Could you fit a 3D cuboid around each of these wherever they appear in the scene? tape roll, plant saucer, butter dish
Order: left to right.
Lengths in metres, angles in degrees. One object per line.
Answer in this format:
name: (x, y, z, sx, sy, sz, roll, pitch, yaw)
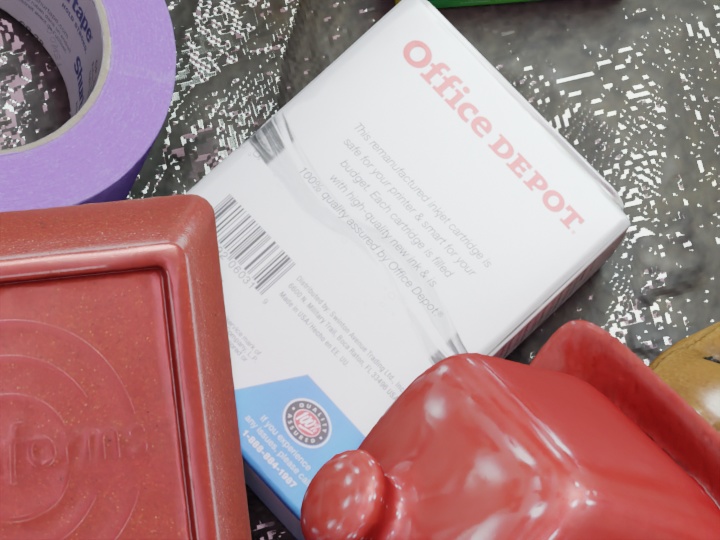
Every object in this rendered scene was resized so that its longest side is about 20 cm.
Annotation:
tape roll: (-0.186, -0.092, 1.076, 0.199, 0.066, 0.201, 10, 58, -17)
plant saucer: (-0.142, 0.075, 0.983, 0.199, 0.037, 0.201, -6, 87, -16)
butter dish: (0.040, 0.115, 0.966, 0.147, 0.199, 0.200, 28, 101, -33)

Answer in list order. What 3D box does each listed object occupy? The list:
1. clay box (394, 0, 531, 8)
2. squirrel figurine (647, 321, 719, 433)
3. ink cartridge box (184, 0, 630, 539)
clay box: (0.064, -0.230, 1.164, 0.114, 0.048, 0.201, -5, 77, -3)
squirrel figurine: (0.190, 0.115, 1.039, 0.186, 0.142, 0.201, 24, 74, 11)
ink cartridge box: (0.000, 0.000, 1.086, 0.200, 0.084, 0.146, -41, 81, -10)
